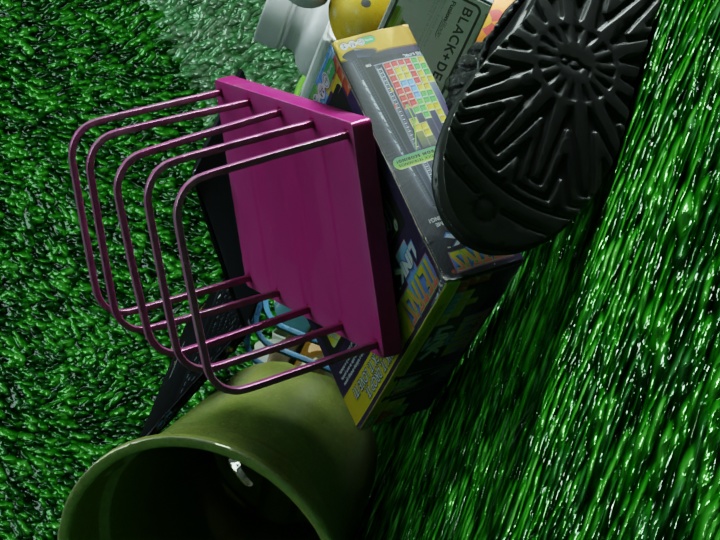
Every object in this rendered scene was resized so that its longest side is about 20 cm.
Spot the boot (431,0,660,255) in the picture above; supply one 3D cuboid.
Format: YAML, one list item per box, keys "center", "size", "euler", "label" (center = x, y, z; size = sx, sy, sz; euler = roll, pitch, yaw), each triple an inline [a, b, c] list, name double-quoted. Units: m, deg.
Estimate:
- center: [0.077, -0.069, 1.028]
  size: [0.212, 0.079, 0.158]
  euler: [-59, 5, -31]
  label: "boot"

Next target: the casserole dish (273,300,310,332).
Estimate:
- center: [-0.023, -0.018, 1.671]
  size: [0.122, 0.039, 0.200]
  euler: [-61, 2, -28]
  label: "casserole dish"

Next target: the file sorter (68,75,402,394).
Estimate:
- center: [-0.082, -0.023, 1.204]
  size: [0.200, 0.125, 0.140]
  euler: [24, 127, 60]
  label: "file sorter"

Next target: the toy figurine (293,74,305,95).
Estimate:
- center: [0.034, -0.168, 2.020]
  size: [0.184, 0.149, 0.201]
  euler: [134, 137, -56]
  label: "toy figurine"

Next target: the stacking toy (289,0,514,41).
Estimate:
- center: [0.026, -0.188, 1.513]
  size: [0.146, 0.199, 0.147]
  euler: [-160, 90, -86]
  label: "stacking toy"

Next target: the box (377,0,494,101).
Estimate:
- center: [0.049, -0.164, 1.345]
  size: [0.200, 0.060, 0.117]
  euler: [-67, 2, -65]
  label: "box"

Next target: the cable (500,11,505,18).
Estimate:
- center: [0.077, -0.091, 1.292]
  size: [0.201, 0.050, 0.164]
  euler: [113, 176, -47]
  label: "cable"

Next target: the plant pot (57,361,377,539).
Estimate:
- center: [-0.075, 0.158, 1.363]
  size: [0.201, 0.199, 0.184]
  euler: [-67, -6, 30]
  label: "plant pot"

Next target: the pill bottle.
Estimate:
- center: [0.013, -0.204, 1.766]
  size: [0.112, 0.199, 0.113]
  euler: [-159, 90, -86]
  label: "pill bottle"

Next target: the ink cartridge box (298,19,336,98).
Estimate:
- center: [0.019, -0.130, 1.694]
  size: [0.200, 0.144, 0.084]
  euler: [115, 175, -50]
  label: "ink cartridge box"

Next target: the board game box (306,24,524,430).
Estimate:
- center: [0.014, -0.022, 1.217]
  size: [0.166, 0.056, 0.200]
  euler: [64, 155, 20]
  label: "board game box"

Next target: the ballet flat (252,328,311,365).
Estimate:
- center: [-0.051, 0.069, 1.790]
  size: [0.200, 0.072, 0.068]
  euler: [-48, -38, -53]
  label: "ballet flat"

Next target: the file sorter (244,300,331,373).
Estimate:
- center: [0.000, 0.000, 1.460]
  size: [0.200, 0.122, 0.140]
  euler: [119, 172, -67]
  label: "file sorter"

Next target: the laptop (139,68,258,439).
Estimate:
- center: [-0.119, -0.009, 1.435]
  size: [0.200, 0.103, 0.178]
  euler: [-47, 13, 27]
  label: "laptop"

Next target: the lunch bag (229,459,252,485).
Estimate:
- center: [-0.120, 0.215, 1.641]
  size: [0.200, 0.167, 0.140]
  euler: [123, 168, -74]
  label: "lunch bag"

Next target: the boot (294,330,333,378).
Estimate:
- center: [0.004, 0.039, 1.692]
  size: [0.202, 0.070, 0.144]
  euler: [-63, 1, 33]
  label: "boot"
